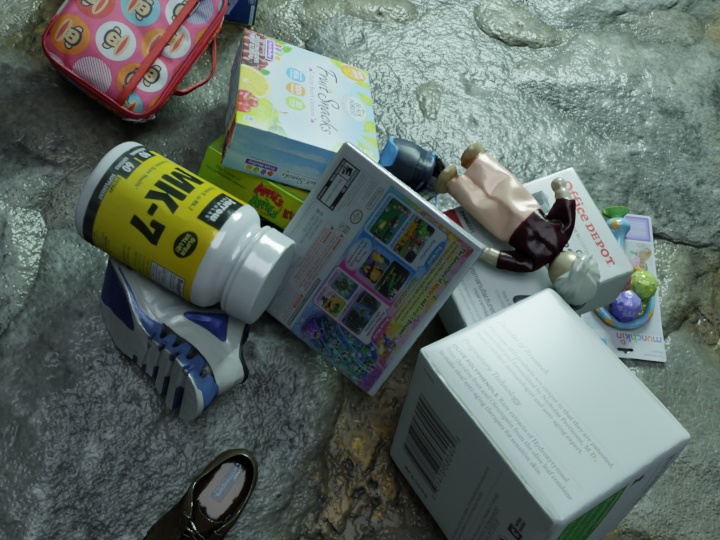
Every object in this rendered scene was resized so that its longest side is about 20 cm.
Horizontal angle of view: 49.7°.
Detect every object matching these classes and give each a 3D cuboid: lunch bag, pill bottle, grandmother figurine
[{"bbox_3d":[-0.253,-0.278,0.917,0.176,0.082,0.201,35,83,-16],"label":"lunch bag"},{"bbox_3d":[-0.173,-0.035,0.786,0.199,0.115,0.115,29,63,5],"label":"pill bottle"},{"bbox_3d":[0.173,-0.047,0.810,0.121,0.060,0.200,-44,72,10],"label":"grandmother figurine"}]

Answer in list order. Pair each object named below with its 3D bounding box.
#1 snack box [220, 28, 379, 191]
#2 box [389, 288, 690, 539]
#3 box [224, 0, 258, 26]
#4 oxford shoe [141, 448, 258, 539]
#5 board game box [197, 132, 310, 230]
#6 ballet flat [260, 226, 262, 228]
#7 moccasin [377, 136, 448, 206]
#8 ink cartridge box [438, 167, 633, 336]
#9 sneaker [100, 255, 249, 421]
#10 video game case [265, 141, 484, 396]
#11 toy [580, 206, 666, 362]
[{"bbox_3d":[-0.070,-0.182,0.910,0.167,0.068,0.201,15,43,-18],"label":"snack box"},{"bbox_3d":[0.160,0.171,0.761,0.170,0.200,0.200,-22,55,-26],"label":"box"},{"bbox_3d":[-0.228,-0.375,0.999,0.198,0.070,0.065,6,68,-12],"label":"box"},{"bbox_3d":[-0.166,0.253,0.739,0.072,0.084,0.201,31,65,-2],"label":"oxford shoe"},{"bbox_3d":[-0.077,-0.095,0.907,0.199,0.048,0.102,31,35,0],"label":"board game box"},{"bbox_3d":[-0.126,-0.027,0.879,0.199,0.073,0.073,29,63,-7],"label":"ballet flat"},{"bbox_3d":[0.065,-0.102,0.899,0.068,0.200,0.081,23,100,11],"label":"moccasin"},{"bbox_3d":[0.176,-0.010,0.867,0.198,0.084,0.145,-19,65,-11],"label":"ink cartridge box"},{"bbox_3d":[-0.184,0.063,0.825,0.115,0.081,0.200,-17,55,-45],"label":"sneaker"},{"bbox_3d":[0.000,0.000,0.817,0.182,0.024,0.201,38,104,7],"label":"video game case"},{"bbox_3d":[0.337,0.009,0.991,0.114,0.047,0.202,6,66,-10],"label":"toy"}]
